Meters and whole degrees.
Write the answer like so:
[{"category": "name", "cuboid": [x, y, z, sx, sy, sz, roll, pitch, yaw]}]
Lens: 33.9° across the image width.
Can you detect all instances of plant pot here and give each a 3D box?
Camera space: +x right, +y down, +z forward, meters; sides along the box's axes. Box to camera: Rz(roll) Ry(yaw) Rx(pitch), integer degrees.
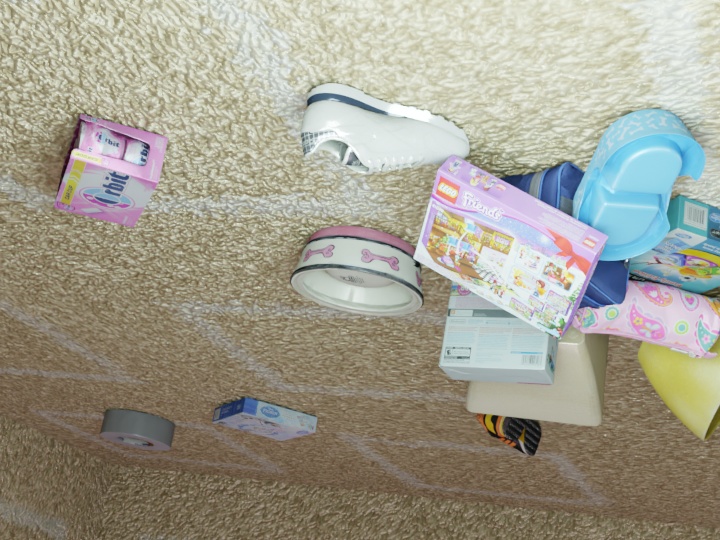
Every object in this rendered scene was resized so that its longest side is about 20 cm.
[{"category": "plant pot", "cuboid": [0.254, 0.083, 1.681, 0.197, 0.202, 0.178, 5, 150, 12]}, {"category": "plant pot", "cuboid": [0.485, 0.122, 1.702, 0.141, 0.201, 0.200, 31, 169, 23]}]

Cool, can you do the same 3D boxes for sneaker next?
[{"category": "sneaker", "cuboid": [0.027, -0.141, 1.319, 0.197, 0.082, 0.076, 12, 159, -15]}, {"category": "sneaker", "cuboid": [0.319, 0.338, 2.540, 0.089, 0.071, 0.200, 15, 166, 36]}]

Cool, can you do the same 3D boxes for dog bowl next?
[{"category": "dog bowl", "cuboid": [0.000, 0.000, 1.731, 0.197, 0.075, 0.200, 9, 161, 3]}, {"category": "dog bowl", "cuboid": [0.293, -0.092, 1.276, 0.110, 0.050, 0.201, 3, 140, -11]}]

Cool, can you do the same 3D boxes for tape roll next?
[{"category": "tape roll", "cuboid": [-0.614, 0.441, 3.259, 0.197, 0.067, 0.201, 9, 161, 3]}]

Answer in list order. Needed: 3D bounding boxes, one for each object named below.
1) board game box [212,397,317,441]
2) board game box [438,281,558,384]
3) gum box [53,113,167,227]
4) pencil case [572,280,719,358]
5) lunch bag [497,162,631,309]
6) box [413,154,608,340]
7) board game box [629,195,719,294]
[{"category": "board game box", "cuboid": [-0.237, 0.367, 2.905, 0.197, 0.044, 0.199, 20, 158, -24]}, {"category": "board game box", "cuboid": [0.193, 0.043, 1.563, 0.146, 0.202, 0.064, 1, 158, 25]}, {"category": "gum box", "cuboid": [-0.328, -0.128, 1.542, 0.112, 0.067, 0.200, 14, 160, -17]}, {"category": "pencil case", "cuboid": [0.375, 0.058, 1.550, 0.197, 0.089, 0.088, 13, 160, -5]}, {"category": "lunch bag", "cuboid": [0.249, -0.032, 1.424, 0.131, 0.138, 0.199, -9, 153, 42]}, {"category": "box", "cuboid": [0.164, -0.025, 1.326, 0.199, 0.039, 0.138, 30, 136, 16]}, {"category": "board game box", "cuboid": [0.408, -0.023, 1.507, 0.149, 0.048, 0.200, 16, 159, -17]}]
